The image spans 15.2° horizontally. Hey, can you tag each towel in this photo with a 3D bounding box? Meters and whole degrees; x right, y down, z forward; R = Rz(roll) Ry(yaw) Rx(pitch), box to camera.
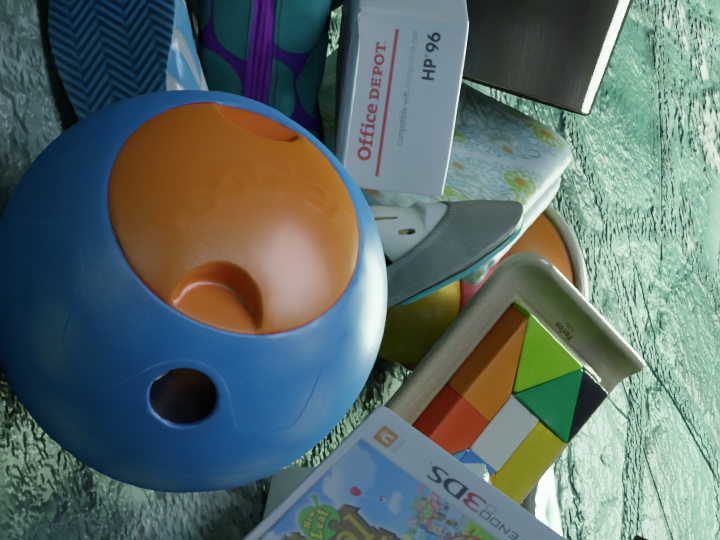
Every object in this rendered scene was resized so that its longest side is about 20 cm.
[{"bbox_3d":[0.033,-0.074,1.699,0.200,0.171,0.048,-45,159,-61],"label":"towel"}]

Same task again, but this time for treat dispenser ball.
[{"bbox_3d":[-0.086,0.011,1.354,0.201,0.200,0.202,38,46,-54],"label":"treat dispenser ball"}]

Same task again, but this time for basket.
[{"bbox_3d":[0.122,-0.210,1.725,0.180,0.135,0.201,-115,-138,-84],"label":"basket"}]

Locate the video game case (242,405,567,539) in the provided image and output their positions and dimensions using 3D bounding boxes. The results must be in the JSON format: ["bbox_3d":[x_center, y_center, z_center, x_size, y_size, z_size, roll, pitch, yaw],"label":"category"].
[{"bbox_3d":[0.020,0.187,1.481,0.200,0.182,0.022,-43,159,-33],"label":"video game case"}]

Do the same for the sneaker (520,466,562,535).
[{"bbox_3d":[0.104,0.186,1.848,0.118,0.073,0.201,73,9,-53],"label":"sneaker"}]

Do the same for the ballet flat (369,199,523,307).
[{"bbox_3d":[0.000,0.000,1.565,0.064,0.200,0.067,57,2,-20],"label":"ballet flat"}]

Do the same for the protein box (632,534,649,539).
[{"bbox_3d":[0.182,0.317,1.713,0.199,0.134,0.200,105,10,-55],"label":"protein box"}]

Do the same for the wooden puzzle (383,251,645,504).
[{"bbox_3d":[0.082,0.099,1.703,0.037,0.200,0.185,44,1,37],"label":"wooden puzzle"}]

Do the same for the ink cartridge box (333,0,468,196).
[{"bbox_3d":[0.022,-0.122,1.589,0.200,0.068,0.116,-90,-174,-61],"label":"ink cartridge box"}]

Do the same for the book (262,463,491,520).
[{"bbox_3d":[-0.001,0.202,1.532,0.048,0.133,0.201,77,18,-47],"label":"book"}]

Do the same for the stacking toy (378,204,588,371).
[{"bbox_3d":[0.037,0.013,1.738,0.200,0.146,0.147,6,73,-47],"label":"stacking toy"}]

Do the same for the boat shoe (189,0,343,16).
[{"bbox_3d":[-0.034,-0.205,1.682,0.199,0.068,0.074,-30,135,-28],"label":"boat shoe"}]

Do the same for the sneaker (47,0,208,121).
[{"bbox_3d":[-0.120,-0.101,1.498,0.081,0.076,0.201,-21,101,-79],"label":"sneaker"}]

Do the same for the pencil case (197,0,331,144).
[{"bbox_3d":[-0.054,-0.145,1.538,0.093,0.085,0.201,-93,-175,-57],"label":"pencil case"}]
